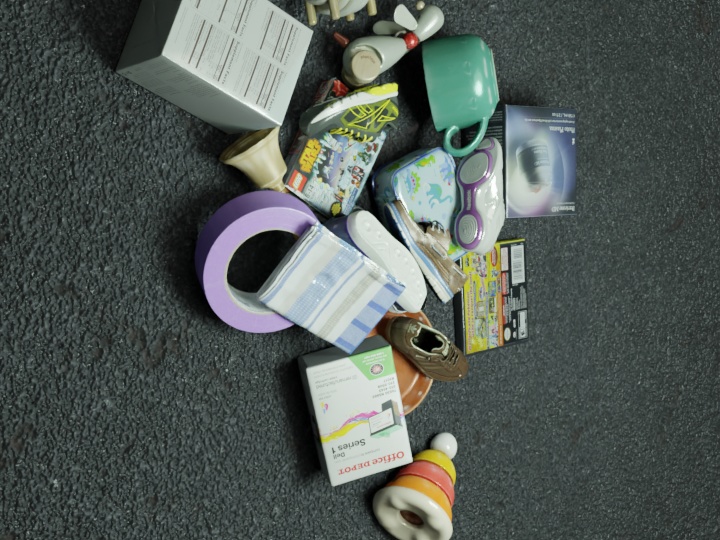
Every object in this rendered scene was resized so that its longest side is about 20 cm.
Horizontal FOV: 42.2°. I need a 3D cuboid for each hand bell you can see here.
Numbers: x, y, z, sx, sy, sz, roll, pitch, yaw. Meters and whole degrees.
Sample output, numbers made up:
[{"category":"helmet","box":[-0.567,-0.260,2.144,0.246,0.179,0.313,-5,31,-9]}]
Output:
[{"category":"hand bell","box":[-0.116,-0.110,1.400,0.104,0.104,0.201,-43,114,-28]}]

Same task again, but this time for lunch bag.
[{"category":"lunch bag","box":[0.111,-0.102,1.603,0.160,0.082,0.202,-31,111,-32]}]

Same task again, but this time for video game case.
[{"category":"video game case","box":[0.247,0.048,1.754,0.179,0.025,0.203,-9,99,-38]}]

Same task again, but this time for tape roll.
[{"category":"tape roll","box":[-0.140,-0.012,1.369,0.197,0.066,0.203,-10,119,-18]}]

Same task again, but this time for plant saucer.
[{"category":"plant saucer","box":[0.050,0.152,1.601,0.198,0.032,0.204,-2,93,-38]}]

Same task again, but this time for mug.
[{"category":"mug","box":[0.176,-0.305,1.581,0.153,0.113,0.187,-79,157,-62]}]

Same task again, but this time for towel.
[{"category":"towel","box":[-0.041,0.031,1.378,0.199,0.024,0.147,34,102,-33]}]

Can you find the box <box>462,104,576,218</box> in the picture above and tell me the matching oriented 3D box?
[{"category":"box","box":[0.296,-0.197,1.719,0.198,0.122,0.202,-6,97,-37]}]

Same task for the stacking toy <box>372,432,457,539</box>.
[{"category":"stacking toy","box":[0.119,0.366,1.631,0.147,0.145,0.201,58,41,-24]}]

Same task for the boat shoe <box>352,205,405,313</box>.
[{"category":"boat shoe","box":[0.038,-0.022,1.543,0.071,0.067,0.202,-33,99,-35]}]

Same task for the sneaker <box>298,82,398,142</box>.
[{"category":"sneaker","box":[-0.007,-0.235,1.456,0.199,0.074,0.086,-26,107,-34]}]

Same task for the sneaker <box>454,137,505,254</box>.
[{"category":"sneaker","box":[0.211,-0.126,1.606,0.099,0.074,0.203,16,83,-54]}]

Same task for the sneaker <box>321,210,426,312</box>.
[{"category":"sneaker","box":[0.000,0.000,1.486,0.201,0.145,0.081,50,43,-22]}]

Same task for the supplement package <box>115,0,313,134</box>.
[{"category":"supplement package","box":[-0.203,-0.306,1.300,0.199,0.151,0.153,26,76,-36]}]

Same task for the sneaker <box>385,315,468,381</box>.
[{"category":"sneaker","box":[0.129,0.142,1.595,0.199,0.075,0.071,31,74,-34]}]

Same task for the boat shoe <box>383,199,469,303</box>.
[{"category":"boat shoe","box":[0.108,-0.044,1.514,0.072,0.072,0.201,-36,117,-3]}]

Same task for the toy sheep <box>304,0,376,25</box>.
[{"category":"toy sheep","box":[-0.033,-0.456,1.445,0.199,0.136,0.140,-24,107,-50]}]

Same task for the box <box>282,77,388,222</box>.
[{"category":"box","box":[-0.043,-0.187,1.503,0.136,0.040,0.202,33,73,-33]}]

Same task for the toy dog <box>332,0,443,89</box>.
[{"category":"toy dog","box":[0.033,-0.378,1.505,0.200,0.131,0.097,-43,102,-32]}]

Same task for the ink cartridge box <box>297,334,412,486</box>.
[{"category":"ink cartridge box","box":[-0.008,0.224,1.497,0.143,0.084,0.203,-14,102,-11]}]
